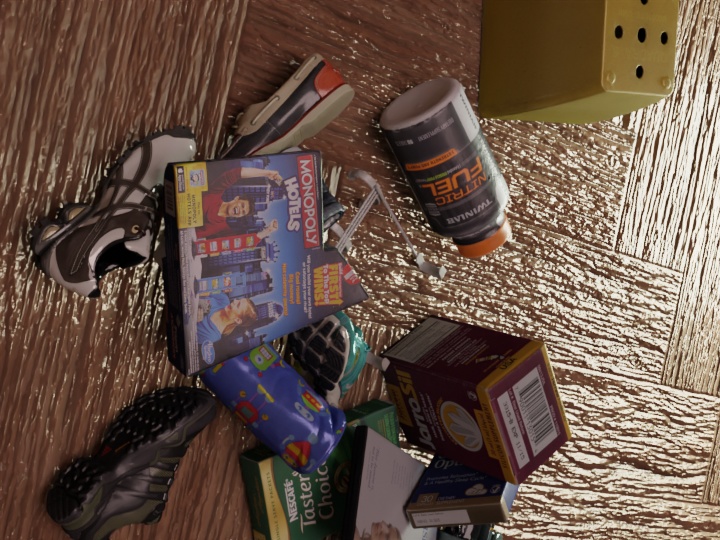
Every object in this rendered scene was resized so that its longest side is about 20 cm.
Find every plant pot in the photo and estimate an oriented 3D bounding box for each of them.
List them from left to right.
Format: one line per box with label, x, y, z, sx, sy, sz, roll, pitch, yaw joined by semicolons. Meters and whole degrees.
plant pot;0.279;-0.286;1.396;0.198;0.175;0.204;-3;97;-37

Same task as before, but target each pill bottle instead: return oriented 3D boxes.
pill bottle;0.108;-0.114;1.333;0.106;0.106;0.202;-43;119;-25

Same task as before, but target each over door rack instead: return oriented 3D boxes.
over door rack;0.000;0.000;1.296;0.149;0.066;0.200;-57;136;-15

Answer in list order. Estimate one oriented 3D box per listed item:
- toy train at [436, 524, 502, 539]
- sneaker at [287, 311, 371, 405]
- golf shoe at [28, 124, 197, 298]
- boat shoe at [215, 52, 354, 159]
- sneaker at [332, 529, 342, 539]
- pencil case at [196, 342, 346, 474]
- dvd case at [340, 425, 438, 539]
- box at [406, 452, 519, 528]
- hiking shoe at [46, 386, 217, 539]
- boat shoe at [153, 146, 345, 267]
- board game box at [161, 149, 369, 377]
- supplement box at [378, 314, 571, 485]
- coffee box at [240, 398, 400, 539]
toy train;0.115;0.387;1.401;0.114;0.084;0.203;31;75;-65
sneaker;-0.029;0.085;1.227;0.077;0.201;0.079;43;69;15
golf shoe;-0.217;-0.052;1.089;0.200;0.094;0.078;-45;162;-18
boat shoe;-0.097;-0.150;1.197;0.199;0.071;0.063;-41;81;-11
sneaker;-0.015;0.358;1.335;0.199;0.075;0.089;-36;146;-38
pencil case;-0.098;0.120;1.178;0.200;0.078;0.087;44;49;-4
dvd case;0.040;0.278;1.301;0.200;0.017;0.145;42;49;-50
box;0.141;0.228;1.350;0.033;0.119;0.200;68;30;-19
hiking shoe;-0.221;0.202;1.154;0.199;0.075;0.102;-39;132;-22
boat shoe;-0.110;-0.042;1.165;0.199;0.071;0.091;-36;78;-21
board game box;-0.091;-0.016;1.106;0.197;0.061;0.204;-8;106;-27
supplement box;0.130;0.145;1.324;0.103;0.199;0.133;-33;115;-28
coffee box;-0.038;0.237;1.305;0.198;0.044;0.125;-16;106;-35
